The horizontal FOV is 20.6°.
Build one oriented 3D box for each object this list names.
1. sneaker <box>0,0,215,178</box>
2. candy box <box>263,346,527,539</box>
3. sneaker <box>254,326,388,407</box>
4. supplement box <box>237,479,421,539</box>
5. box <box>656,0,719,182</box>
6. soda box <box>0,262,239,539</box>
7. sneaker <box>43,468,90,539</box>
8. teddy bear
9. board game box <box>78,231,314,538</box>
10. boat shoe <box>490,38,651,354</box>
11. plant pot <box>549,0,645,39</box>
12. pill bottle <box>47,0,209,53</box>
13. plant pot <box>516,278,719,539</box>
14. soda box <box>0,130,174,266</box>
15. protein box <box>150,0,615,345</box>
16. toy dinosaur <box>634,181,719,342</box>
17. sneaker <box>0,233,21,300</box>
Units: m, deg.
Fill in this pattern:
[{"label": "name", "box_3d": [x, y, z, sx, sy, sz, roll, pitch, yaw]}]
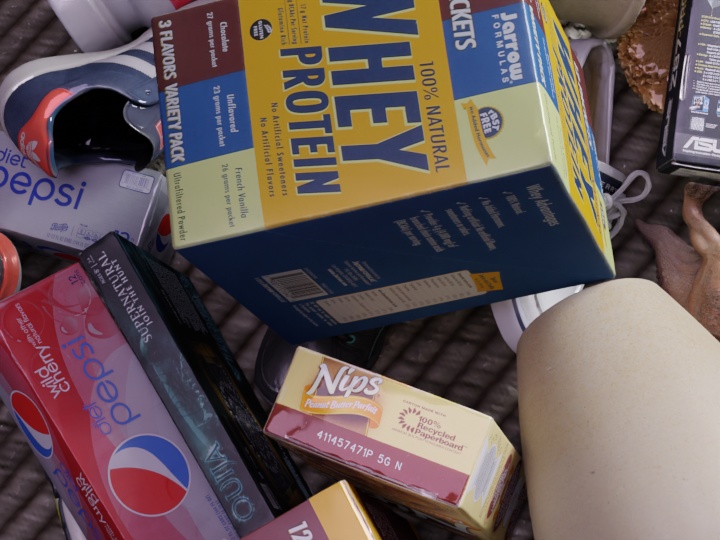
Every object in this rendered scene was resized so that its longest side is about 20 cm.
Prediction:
[{"label": "sneaker", "box_3d": [-0.121, -0.108, 1.237, 0.200, 0.075, 0.085, -23, 44, -12]}, {"label": "candy box", "box_3d": [0.027, 0.105, 1.127, 0.115, 0.200, 0.055, 20, 80, 16]}, {"label": "sneaker", "box_3d": [0.000, 0.000, 1.224, 0.075, 0.079, 0.200, 39, 88, 18]}, {"label": "supplement box", "box_3d": [-0.042, 0.234, 1.110, 0.197, 0.200, 0.133, -30, 72, 3]}, {"label": "box", "box_3d": [0.283, -0.122, 1.162, 0.199, 0.049, 0.162, 8, 86, -2]}, {"label": "soda box", "box_3d": [-0.150, 0.101, 1.178, 0.070, 0.063, 0.200, -29, 82, -28]}, {"label": "sneaker", "box_3d": [-0.159, 0.116, 1.243, 0.079, 0.078, 0.200, -17, 77, -13]}, {"label": "teddy bear", "box_3d": [0.254, -0.151, 1.223, 0.200, 0.067, 0.145, -37, 81, -6]}, {"label": "board game box", "box_3d": [-0.089, 0.078, 1.193, 0.028, 0.135, 0.200, -33, 72, 6]}, {"label": "boat shoe", "box_3d": [0.132, -0.048, 1.202, 0.086, 0.075, 0.202, -8, 66, 40]}, {"label": "plant pot", "box_3d": [0.067, -0.240, 1.177, 0.183, 0.200, 0.201, 1, 75, -10]}, {"label": "pill bottle", "box_3d": [-0.110, -0.221, 1.284, 0.200, 0.111, 0.111, -32, 72, 3]}, {"label": "plant pot", "box_3d": [0.167, 0.113, 1.122, 0.187, 0.187, 0.200, -25, 62, 5]}, {"label": "soda box", "box_3d": [-0.217, -0.049, 1.286, 0.200, 0.068, 0.064, 15, 80, 15]}, {"label": "protein box", "box_3d": [0.018, -0.064, 1.087, 0.200, 0.199, 0.135, -12, 70, 13]}, {"label": "toy dinosaur", "box_3d": [0.240, 0.023, 1.170, 0.200, 0.086, 0.136, 13, 98, 25]}, {"label": "sneaker", "box_3d": [-0.301, 0.046, 1.254, 0.077, 0.082, 0.200, 47, 110, 17]}]
